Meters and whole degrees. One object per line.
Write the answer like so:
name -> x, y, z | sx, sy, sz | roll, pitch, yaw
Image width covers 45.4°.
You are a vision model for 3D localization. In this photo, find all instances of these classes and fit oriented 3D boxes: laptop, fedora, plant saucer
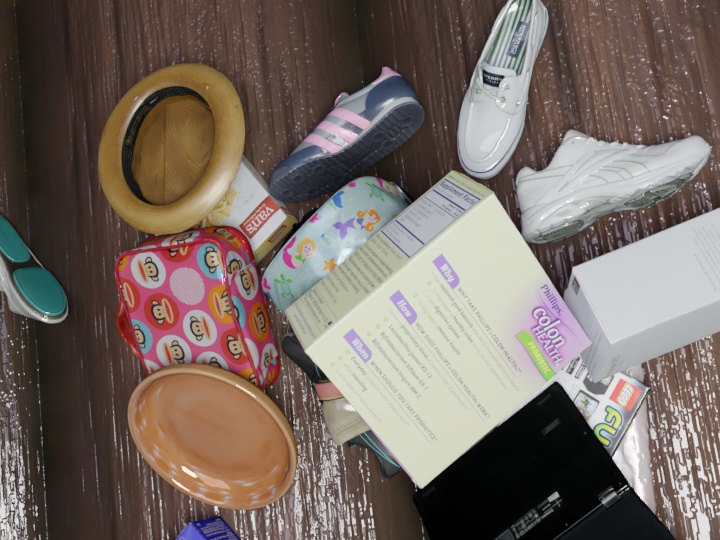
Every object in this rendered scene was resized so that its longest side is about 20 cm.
laptop -> 0.180, 0.251, 0.798 | 0.187, 0.116, 0.201 | -40, 42, 11
fedora -> -0.203, -0.132, 0.983 | 0.198, 0.082, 0.204 | -5, 75, 18
plant saucer -> -0.158, 0.178, 0.944 | 0.197, 0.038, 0.202 | 9, 125, 14

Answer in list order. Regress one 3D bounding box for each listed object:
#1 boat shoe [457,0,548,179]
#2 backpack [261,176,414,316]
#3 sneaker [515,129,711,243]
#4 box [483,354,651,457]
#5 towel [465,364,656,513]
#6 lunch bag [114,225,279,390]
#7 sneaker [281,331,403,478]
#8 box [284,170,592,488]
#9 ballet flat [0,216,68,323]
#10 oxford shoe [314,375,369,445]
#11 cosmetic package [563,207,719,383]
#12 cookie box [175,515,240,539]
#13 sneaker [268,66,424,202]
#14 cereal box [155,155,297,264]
boat shoe -> 0.144, -0.201, 0.913 | 0.073, 0.067, 0.203 | 14, 88, 22
backpack -> 0.000, 0.000, 0.869 | 0.178, 0.200, 0.151 | -45, 71, 8
sneaker -> 0.243, -0.104, 0.860 | 0.198, 0.078, 0.101 | -20, 73, 16
box -> 0.184, 0.173, 0.833 | 0.109, 0.035, 0.202 | 30, 93, 22
towel -> 0.193, 0.185, 0.863 | 0.188, 0.032, 0.203 | -6, 80, 21
lunch bag -> -0.192, 0.058, 0.966 | 0.174, 0.082, 0.203 | -7, 105, 20
sneaker -> -0.017, 0.139, 0.925 | 0.199, 0.075, 0.080 | 35, 98, 21
box -> 0.067, 0.049, 0.754 | 0.199, 0.097, 0.176 | -39, 113, -1
ballet flat -> -0.442, 0.012, 1.113 | 0.070, 0.069, 0.200 | -47, 66, 9
oxford shoe -> 0.056, 0.122, 0.861 | 0.197, 0.070, 0.076 | -12, 91, -3
cosmetic package -> 0.288, 0.016, 0.774 | 0.198, 0.113, 0.082 | -24, 64, -2
cookie box -> -0.157, 0.406, 0.940 | 0.200, 0.075, 0.172 | 42, 98, 20
sneaker -> -0.024, -0.153, 0.979 | 0.198, 0.070, 0.083 | -29, 57, 12
cereal box -> -0.187, -0.082, 1.035 | 0.144, 0.039, 0.200 | -45, 71, 10
